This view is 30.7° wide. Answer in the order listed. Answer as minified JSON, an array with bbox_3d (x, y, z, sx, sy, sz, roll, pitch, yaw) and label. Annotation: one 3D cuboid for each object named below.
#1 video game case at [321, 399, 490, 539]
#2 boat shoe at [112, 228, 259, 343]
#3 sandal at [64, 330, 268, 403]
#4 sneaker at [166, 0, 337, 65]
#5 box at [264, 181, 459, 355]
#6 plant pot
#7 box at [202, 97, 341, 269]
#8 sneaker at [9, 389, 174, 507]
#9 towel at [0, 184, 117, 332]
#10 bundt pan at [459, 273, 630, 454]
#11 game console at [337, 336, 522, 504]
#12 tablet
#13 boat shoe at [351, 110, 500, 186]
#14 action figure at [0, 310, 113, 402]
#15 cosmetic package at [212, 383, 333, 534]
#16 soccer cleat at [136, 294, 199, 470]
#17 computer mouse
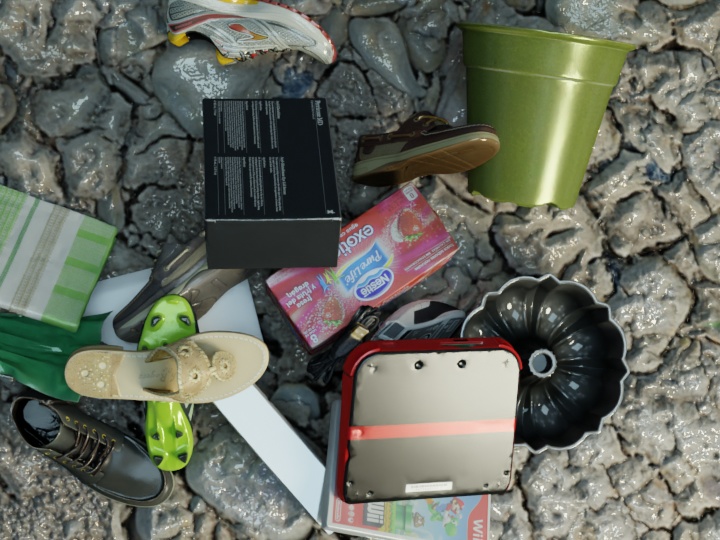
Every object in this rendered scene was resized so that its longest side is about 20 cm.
[{"bbox_3d":[0.055,0.231,1.449,0.200,0.017,0.143,15,64,-22],"label":"video game case"},{"bbox_3d":[-0.191,0.005,1.450,0.200,0.075,0.073,-34,63,0],"label":"boat shoe"},{"bbox_3d":[-0.197,0.110,1.346,0.212,0.070,0.078,-2,103,-8],"label":"sandal"},{"bbox_3d":[-0.124,-0.264,1.480,0.200,0.078,0.082,16,90,4],"label":"sneaker"},{"bbox_3d":[0.000,0.000,1.459,0.200,0.100,0.096,-34,85,-7],"label":"box"},{"bbox_3d":[0.194,-0.169,1.463,0.200,0.200,0.190,6,98,-6],"label":"plant pot"},{"bbox_3d":[-0.098,-0.097,1.413,0.141,0.079,0.200,-2,46,-5],"label":"box"},{"bbox_3d":[-0.294,0.199,1.415,0.200,0.106,0.075,31,84,-4],"label":"sneaker"},{"bbox_3d":[-0.381,-0.020,1.426,0.200,0.031,0.149,21,54,-7],"label":"towel"},{"bbox_3d":[0.198,0.105,1.492,0.202,0.076,0.202,0,87,-7],"label":"bundt pan"},{"bbox_3d":[0.075,0.160,1.402,0.200,0.031,0.177,-1,106,-17],"label":"game console"},{"bbox_3d":[-0.218,0.059,1.478,0.200,0.014,0.130,-14,89,-8],"label":"tablet"},{"bbox_3d":[0.068,-0.144,1.446,0.072,0.200,0.072,13,73,-40],"label":"boat shoe"},{"bbox_3d":[-0.379,0.084,1.426,0.200,0.055,0.118,8,50,10],"label":"action figure"},{"bbox_3d":[-0.087,0.198,1.452,0.051,0.083,0.200,-41,93,-7],"label":"cosmetic package"},{"bbox_3d":[-0.209,0.118,1.425,0.067,0.081,0.200,1,104,-9],"label":"soccer cleat"},{"bbox_3d":[0.035,0.066,1.449,0.200,0.110,0.044,-9,54,-46],"label":"computer mouse"}]
